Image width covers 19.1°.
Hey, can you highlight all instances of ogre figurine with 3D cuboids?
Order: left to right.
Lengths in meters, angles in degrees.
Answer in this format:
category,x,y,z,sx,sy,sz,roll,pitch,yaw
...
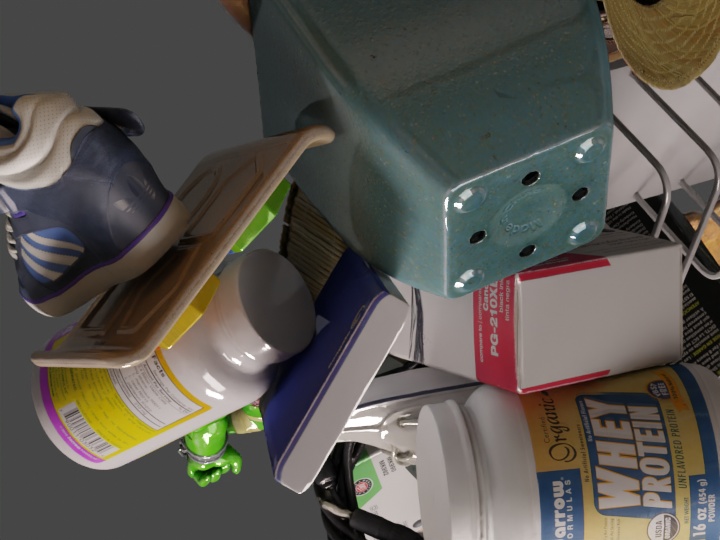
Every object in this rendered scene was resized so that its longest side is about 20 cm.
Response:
category,x,y,z,sx,sy,sz,roll,pitch,yaw
ogre figurine,-0.061,0.064,1.567,0.199,0.099,0.120,-25,155,2

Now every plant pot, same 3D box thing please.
category,x,y,z,sx,sy,sz,roll,pitch,yaw
plant pot,0.060,-0.102,1.348,0.195,0.201,0.197,-22,147,-13

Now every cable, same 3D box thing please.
category,x,y,z,sx,sy,sz,roll,pitch,yaw
cable,0.056,0.143,1.556,0.198,0.165,0.051,-18,158,15

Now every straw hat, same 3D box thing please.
category,x,y,z,sx,sy,sz,roll,pitch,yaw
straw hat,0.167,-0.219,1.375,0.200,0.084,0.203,-12,105,-51

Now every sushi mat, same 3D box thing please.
category,x,y,z,sx,sy,sz,roll,pitch,yaw
sushi mat,0.000,0.000,1.543,0.012,0.097,0.200,-1,161,31

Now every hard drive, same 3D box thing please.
category,x,y,z,sx,sy,sz,roll,pitch,yaw
hard drive,-0.021,0.058,1.381,0.025,0.200,0.133,29,95,-9

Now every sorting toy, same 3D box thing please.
category,x,y,z,sx,sy,sz,roll,pitch,yaw
sorting toy,-0.108,-0.008,1.328,0.200,0.036,0.185,-49,-164,-17

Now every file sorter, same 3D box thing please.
category,x,y,z,sx,sy,sz,roll,pitch,yaw
file sorter,0.242,-0.073,1.543,0.199,0.125,0.140,-16,139,-31

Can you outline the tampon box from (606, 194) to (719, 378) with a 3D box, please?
category,x,y,z,sx,sy,sz,roll,pitch,yaw
tampon box,0.239,0.046,1.690,0.126,0.201,0.150,-37,146,10

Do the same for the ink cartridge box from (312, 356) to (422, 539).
category,x,y,z,sx,sy,sz,roll,pitch,yaw
ink cartridge box,0.052,0.127,1.703,0.199,0.084,0.146,-27,145,-4

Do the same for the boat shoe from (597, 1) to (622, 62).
category,x,y,z,sx,sy,sz,roll,pitch,yaw
boat shoe,0.221,-0.209,1.456,0.199,0.071,0.070,-32,152,1

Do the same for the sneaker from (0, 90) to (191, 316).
category,x,y,z,sx,sy,sz,roll,pitch,yaw
sneaker,-0.201,-0.053,1.331,0.081,0.146,0.199,-55,-161,-26

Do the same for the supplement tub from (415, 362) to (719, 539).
category,x,y,z,sx,sy,sz,roll,pitch,yaw
supplement tub,0.145,0.141,1.427,0.198,0.146,0.145,-5,142,-9

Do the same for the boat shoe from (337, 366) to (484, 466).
category,x,y,z,sx,sy,sz,roll,pitch,yaw
boat shoe,0.041,0.106,1.508,0.198,0.066,0.072,-11,170,-6

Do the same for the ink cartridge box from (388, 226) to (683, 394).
category,x,y,z,sx,sy,sz,roll,pitch,yaw
ink cartridge box,0.103,0.016,1.470,0.144,0.199,0.085,-9,103,-32

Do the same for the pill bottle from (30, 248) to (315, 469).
category,x,y,z,sx,sy,sz,roll,pitch,yaw
pill bottle,-0.124,0.056,1.441,0.199,0.105,0.104,-27,155,36
